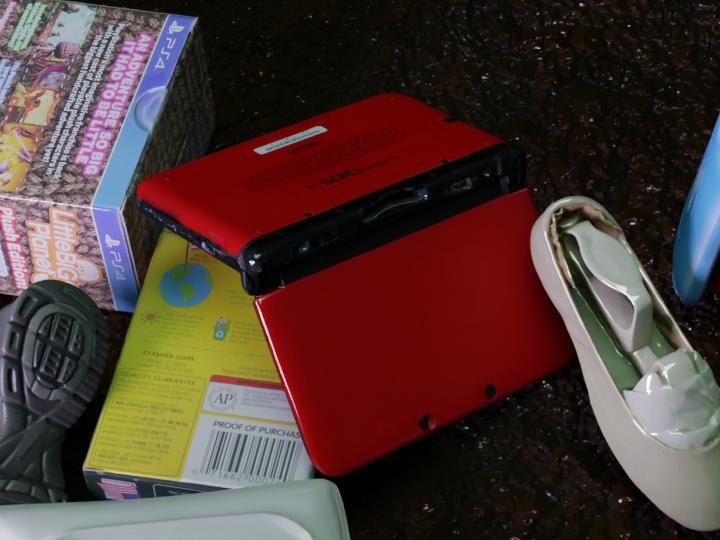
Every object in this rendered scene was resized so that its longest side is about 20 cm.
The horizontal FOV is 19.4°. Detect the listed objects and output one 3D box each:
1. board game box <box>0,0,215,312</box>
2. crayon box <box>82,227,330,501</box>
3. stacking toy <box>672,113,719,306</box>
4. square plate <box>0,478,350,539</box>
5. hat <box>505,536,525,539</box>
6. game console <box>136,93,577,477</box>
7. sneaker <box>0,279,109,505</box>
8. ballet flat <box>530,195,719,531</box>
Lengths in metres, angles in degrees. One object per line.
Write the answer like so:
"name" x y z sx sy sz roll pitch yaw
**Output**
"board game box" -0.207 -0.076 1.270 0.199 0.097 0.160 8 52 11
"crayon box" -0.067 0.052 1.184 0.126 0.051 0.201 7 53 10
"stacking toy" 0.285 -0.018 1.192 0.199 0.110 0.116 17 42 4
"square plate" -0.079 0.196 1.016 0.199 0.028 0.199 -3 62 -23
"hat" 0.174 0.230 1.041 0.165 0.176 0.201 -8 90 -2
"game console" 0.000 0.000 1.178 0.199 0.119 0.172 -22 35 -35
"sneaker" -0.197 0.105 1.143 0.076 0.091 0.201 29 69 -25
"ballet flat" 0.150 0.044 1.129 0.069 0.070 0.201 -24 70 -14
